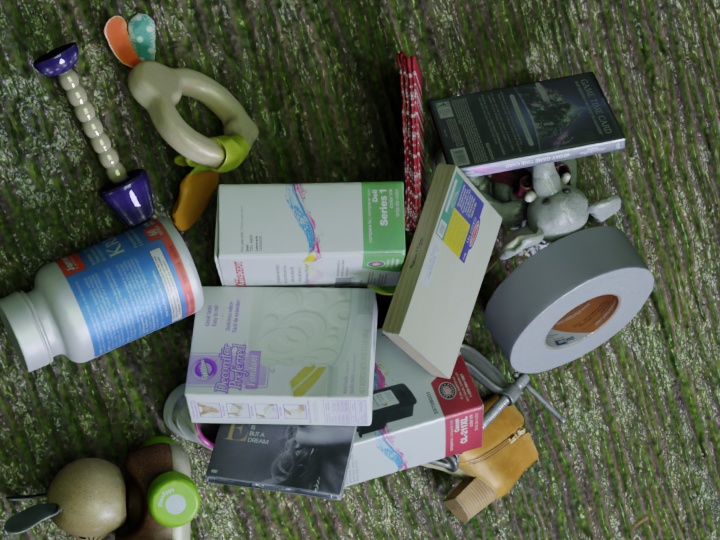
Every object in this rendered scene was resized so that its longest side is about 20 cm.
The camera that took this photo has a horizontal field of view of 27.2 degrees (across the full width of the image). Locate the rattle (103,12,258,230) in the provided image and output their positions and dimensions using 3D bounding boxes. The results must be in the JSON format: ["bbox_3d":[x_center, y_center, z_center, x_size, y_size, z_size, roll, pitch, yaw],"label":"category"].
[{"bbox_3d":[-0.220,-0.165,1.615,0.199,0.143,0.131,36,52,-9],"label":"rattle"}]

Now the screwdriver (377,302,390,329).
[{"bbox_3d":[0.082,0.022,1.783,0.199,0.028,0.029,-35,141,-17],"label":"screwdriver"}]

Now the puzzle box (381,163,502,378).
[{"bbox_3d":[0.091,0.002,1.620,0.133,0.025,0.201,42,62,-52],"label":"puzzle box"}]

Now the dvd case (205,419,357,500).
[{"bbox_3d":[-0.074,0.151,1.620,0.148,0.201,0.016,6,142,9],"label":"dvd case"}]

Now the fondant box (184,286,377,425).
[{"bbox_3d":[-0.084,0.092,1.619,0.198,0.145,0.058,0,143,4],"label":"fondant box"}]

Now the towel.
[{"bbox_3d":[0.059,-0.135,1.666,0.022,0.145,0.202,-3,87,6],"label":"towel"}]

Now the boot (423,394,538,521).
[{"bbox_3d":[0.121,0.190,1.815,0.144,0.071,0.202,-41,100,-28],"label":"boot"}]

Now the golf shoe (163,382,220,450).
[{"bbox_3d":[-0.127,0.193,1.687,0.199,0.091,0.076,23,89,-26],"label":"golf shoe"}]

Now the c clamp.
[{"bbox_3d":[0.126,0.166,1.754,0.200,0.027,0.171,-35,75,-32],"label":"c clamp"}]

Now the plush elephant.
[{"bbox_3d":[0.207,-0.093,1.740,0.164,0.155,0.201,-29,109,-16],"label":"plush elephant"}]

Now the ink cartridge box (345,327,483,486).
[{"bbox_3d":[0.022,0.148,1.680,0.199,0.146,0.083,-15,142,-10],"label":"ink cartridge box"}]

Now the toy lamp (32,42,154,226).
[{"bbox_3d":[-0.277,-0.141,1.579,0.058,0.058,0.201,-32,111,-15],"label":"toy lamp"}]

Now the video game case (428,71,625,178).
[{"bbox_3d":[0.187,-0.167,1.700,0.198,0.143,0.019,-10,130,-2],"label":"video game case"}]

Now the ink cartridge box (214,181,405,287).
[{"bbox_3d":[-0.054,-0.037,1.607,0.198,0.145,0.085,-1,76,-2],"label":"ink cartridge box"}]

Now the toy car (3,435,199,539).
[{"bbox_3d":[-0.282,0.265,1.603,0.198,0.164,0.159,1,99,-14],"label":"toy car"}]

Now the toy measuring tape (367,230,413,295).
[{"bbox_3d":[0.000,0.000,1.711,0.199,0.073,0.074,-12,104,-26],"label":"toy measuring tape"}]

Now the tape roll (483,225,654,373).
[{"bbox_3d":[0.248,0.037,1.767,0.199,0.066,0.201,-23,151,-13],"label":"tape roll"}]

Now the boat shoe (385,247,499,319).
[{"bbox_3d":[0.097,0.010,1.704,0.200,0.064,0.072,-43,160,-45],"label":"boat shoe"}]

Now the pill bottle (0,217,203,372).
[{"bbox_3d":[-0.277,0.030,1.580,0.199,0.112,0.113,-25,108,-19],"label":"pill bottle"}]
